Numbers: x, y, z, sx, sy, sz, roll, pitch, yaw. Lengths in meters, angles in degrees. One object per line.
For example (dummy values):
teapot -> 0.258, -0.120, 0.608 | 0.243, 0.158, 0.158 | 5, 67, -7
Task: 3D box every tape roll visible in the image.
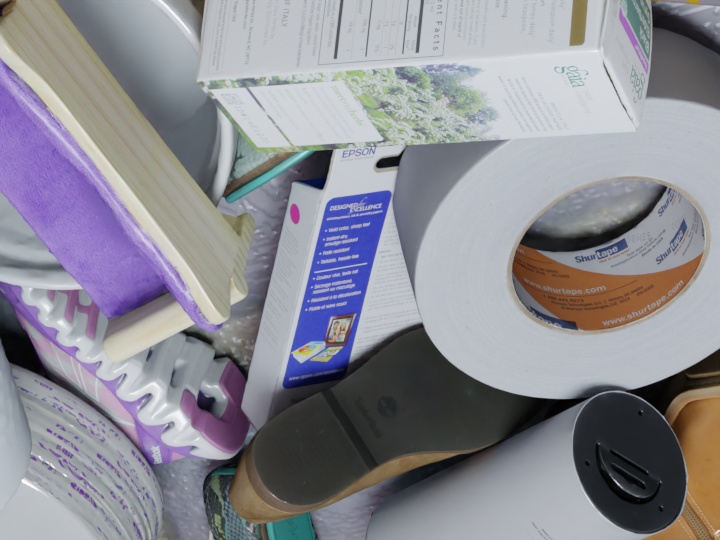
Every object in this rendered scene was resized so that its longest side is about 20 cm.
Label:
tape roll -> 0.119, -0.027, 1.179 | 0.200, 0.066, 0.201 | -6, 133, -7

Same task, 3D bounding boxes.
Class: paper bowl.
paper bowl -> -0.220, 0.141, 1.304 | 0.200, 0.104, 0.201 | 16, 143, 13

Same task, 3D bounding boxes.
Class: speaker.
speaker -> 0.089, 0.133, 1.272 | 0.081, 0.081, 0.200 | 36, 143, -17

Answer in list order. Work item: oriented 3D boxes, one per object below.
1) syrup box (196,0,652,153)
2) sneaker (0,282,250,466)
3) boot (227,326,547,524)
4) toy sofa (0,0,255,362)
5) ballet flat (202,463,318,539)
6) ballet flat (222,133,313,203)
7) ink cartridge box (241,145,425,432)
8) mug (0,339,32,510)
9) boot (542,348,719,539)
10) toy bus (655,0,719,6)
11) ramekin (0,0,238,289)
syrup box -> 0.031, -0.111, 1.084 | 0.199, 0.082, 0.079 | -3, 156, 20
sneaker -> -0.155, 0.044, 1.289 | 0.088, 0.081, 0.200 | -27, 117, 34
boot -> 0.014, 0.085, 1.265 | 0.074, 0.200, 0.075 | 63, 150, 12
toy sofa -> -0.139, -0.049, 1.083 | 0.083, 0.098, 0.200 | -26, 118, 21
ballet flat -> -0.051, 0.193, 1.390 | 0.074, 0.074, 0.200 | -5, 121, 10
ballet flat -> -0.001, -0.106, 1.180 | 0.200, 0.069, 0.071 | -26, 99, 17
ink cartridge box -> 0.000, 0.000, 1.235 | 0.094, 0.037, 0.200 | -9, 133, -31
mug -> -0.280, 0.037, 1.141 | 0.199, 0.148, 0.176 | 1, 128, 19
boot -> 0.218, 0.105, 1.285 | 0.200, 0.074, 0.155 | -24, 115, 37
toy bus -> 0.109, -0.175, 1.103 | 0.199, 0.065, 0.078 | 5, 153, 3
ramekin -> -0.156, -0.100, 1.171 | 0.200, 0.105, 0.201 | 3, 124, 4
